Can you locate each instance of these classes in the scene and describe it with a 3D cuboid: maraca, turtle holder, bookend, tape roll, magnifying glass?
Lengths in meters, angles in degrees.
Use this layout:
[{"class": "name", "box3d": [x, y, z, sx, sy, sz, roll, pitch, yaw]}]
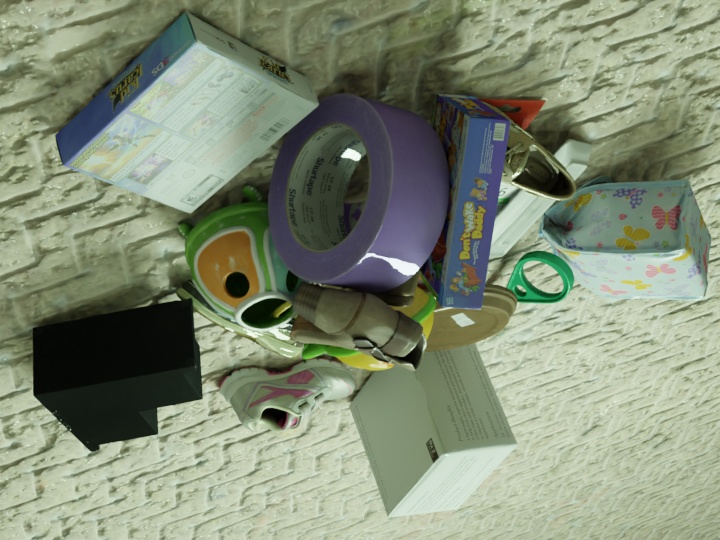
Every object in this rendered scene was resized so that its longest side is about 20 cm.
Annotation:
[{"class": "maraca", "box3d": [0.009, 0.069, 1.644, 0.200, 0.107, 0.137, -14, -165, 47]}, {"class": "turtle holder", "box3d": [-0.121, 0.006, 1.536, 0.140, 0.132, 0.186, -19, 149, -5]}, {"class": "bookend", "box3d": [-0.275, 0.133, 1.640, 0.199, 0.092, 0.199, -11, 151, 6]}, {"class": "tape roll", "box3d": [-0.005, -0.081, 1.406, 0.085, 0.200, 0.200, 11, 137, -42]}, {"class": "magnifying glass", "box3d": [0.217, 0.027, 1.830, 0.200, 0.080, 0.022, -33, -165, 51]}]

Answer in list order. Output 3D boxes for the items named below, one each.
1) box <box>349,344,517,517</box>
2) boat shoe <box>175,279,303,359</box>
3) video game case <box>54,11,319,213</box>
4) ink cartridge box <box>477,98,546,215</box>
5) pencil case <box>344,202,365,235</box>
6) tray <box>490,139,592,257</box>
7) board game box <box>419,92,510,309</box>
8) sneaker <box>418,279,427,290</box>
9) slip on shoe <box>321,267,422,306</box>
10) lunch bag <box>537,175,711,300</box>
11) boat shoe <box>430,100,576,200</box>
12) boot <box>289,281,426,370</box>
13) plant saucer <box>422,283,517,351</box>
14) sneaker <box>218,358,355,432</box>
[{"class": "box", "box3d": [0.102, 0.226, 1.957, 0.130, 0.199, 0.200, -1, 144, -30]}, {"class": "boat shoe", "box3d": [-0.140, 0.047, 1.662, 0.201, 0.072, 0.066, 29, 95, -38]}, {"class": "video game case", "box3d": [-0.174, -0.152, 1.339, 0.200, 0.046, 0.181, -37, 147, 24]}, {"class": "ink cartridge box", "box3d": [0.143, -0.119, 1.582, 0.109, 0.050, 0.200, -3, 145, -27]}, {"class": "pencil case", "box3d": [0.047, -0.052, 1.539, 0.199, 0.086, 0.084, -4, 146, 6]}, {"class": "tray", "box3d": [0.211, -0.080, 1.646, 0.200, 0.022, 0.107, -48, 161, 19]}, {"class": "board game box", "box3d": [0.104, -0.076, 1.407, 0.045, 0.134, 0.201, 3, 107, -13]}, {"class": "sneaker", "box3d": [0.068, 0.015, 1.727, 0.087, 0.074, 0.200, -20, 150, 1]}, {"class": "slip on shoe", "box3d": [0.011, 0.021, 1.509, 0.076, 0.061, 0.200, 2, 171, -27]}, {"class": "lunch bag", "box3d": [0.349, -0.042, 1.759, 0.199, 0.128, 0.170, -2, 155, 25]}, {"class": "boat shoe", "box3d": [0.165, -0.134, 1.503, 0.200, 0.065, 0.072, 28, 96, -34]}, {"class": "boot", "box3d": [0.000, 0.067, 1.446, 0.146, 0.070, 0.200, 23, 171, 6]}, {"class": "plant saucer", "box3d": [0.112, 0.066, 1.762, 0.199, 0.030, 0.200, -8, 157, -3]}, {"class": "sneaker", "box3d": [-0.096, 0.185, 1.877, 0.199, 0.088, 0.081, -7, 147, -24]}]
